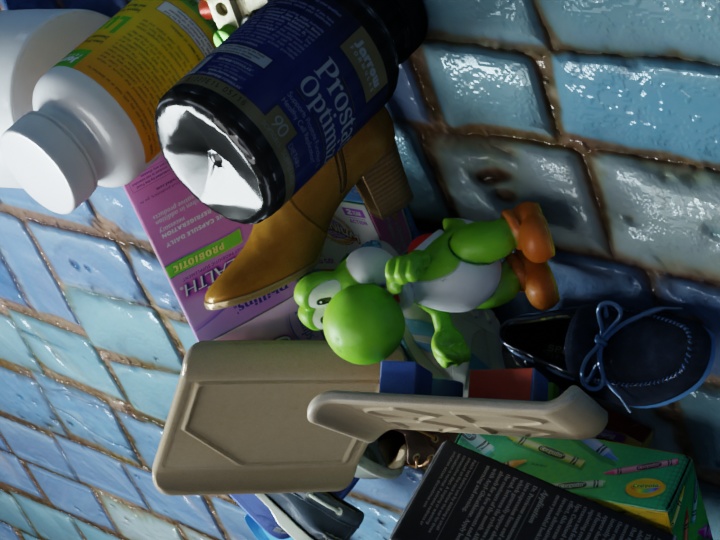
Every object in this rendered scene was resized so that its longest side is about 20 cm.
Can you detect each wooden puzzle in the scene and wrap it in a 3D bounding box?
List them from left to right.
[{"bbox_3d":[-0.072,0.120,1.358,0.201,0.183,0.037,110,154,-48],"label":"wooden puzzle"},{"bbox_3d":[0.078,0.098,1.230,0.198,0.047,0.185,-3,168,16],"label":"wooden puzzle"}]

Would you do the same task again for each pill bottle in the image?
[{"bbox_3d":[-0.197,-0.140,1.333,0.111,0.200,0.112,30,148,22],"label":"pill bottle"},{"bbox_3d":[-0.043,-0.135,1.149,0.111,0.200,0.112,31,149,21],"label":"pill bottle"}]

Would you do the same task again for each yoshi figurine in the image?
[{"bbox_3d":[0.051,0.021,1.223,0.112,0.198,0.114,105,151,-89],"label":"yoshi figurine"}]

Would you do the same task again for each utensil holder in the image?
[{"bbox_3d":[-0.309,-0.158,1.490,0.199,0.170,0.171,5,133,44],"label":"utensil holder"}]

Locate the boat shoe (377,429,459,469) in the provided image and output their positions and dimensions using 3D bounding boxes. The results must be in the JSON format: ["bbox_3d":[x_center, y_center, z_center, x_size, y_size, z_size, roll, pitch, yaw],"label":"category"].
[{"bbox_3d":[0.042,0.150,1.496,0.199,0.072,0.072,36,160,-24],"label":"boat shoe"}]

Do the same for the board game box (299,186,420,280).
[{"bbox_3d":[0.000,0.000,1.428,0.152,0.040,0.201,12,137,44],"label":"board game box"}]

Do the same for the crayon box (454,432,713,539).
[{"bbox_3d":[0.177,0.192,1.318,0.198,0.058,0.119,8,138,32],"label":"crayon box"}]

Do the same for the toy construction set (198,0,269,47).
[{"bbox_3d":[-0.116,-0.220,1.242,0.130,0.092,0.201,-4,131,36],"label":"toy construction set"}]

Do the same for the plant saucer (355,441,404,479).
[{"bbox_3d":[-0.046,0.136,1.536,0.200,0.050,0.200,41,-170,-8],"label":"plant saucer"}]

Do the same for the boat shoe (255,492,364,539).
[{"bbox_3d":[-0.081,0.184,1.522,0.200,0.062,0.075,42,-175,21],"label":"boat shoe"}]

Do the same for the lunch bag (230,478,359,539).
[{"bbox_3d":[-0.094,0.167,1.658,0.200,0.136,0.132,46,150,3],"label":"lunch bag"}]

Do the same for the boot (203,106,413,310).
[{"bbox_3d":[-0.063,-0.075,1.250,0.145,0.200,0.071,62,163,-17],"label":"boot"}]

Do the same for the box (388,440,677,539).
[{"bbox_3d":[0.131,0.248,1.276,0.199,0.107,0.149,22,144,18],"label":"box"}]

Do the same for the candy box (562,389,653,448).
[{"bbox_3d":[0.182,0.185,1.418,0.116,0.057,0.201,28,145,22],"label":"candy box"}]

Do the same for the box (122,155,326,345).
[{"bbox_3d":[-0.110,0.007,1.402,0.201,0.096,0.176,59,175,30],"label":"box"}]

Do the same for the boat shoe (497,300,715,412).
[{"bbox_3d":[0.178,0.065,1.233,0.068,0.085,0.199,25,160,-31],"label":"boat shoe"}]

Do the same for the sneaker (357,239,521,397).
[{"bbox_3d":[0.063,0.042,1.346,0.200,0.081,0.076,54,172,-32],"label":"sneaker"}]

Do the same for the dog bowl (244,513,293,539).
[{"bbox_3d":[-0.090,0.261,1.862,0.111,0.050,0.201,19,143,37],"label":"dog bowl"}]
